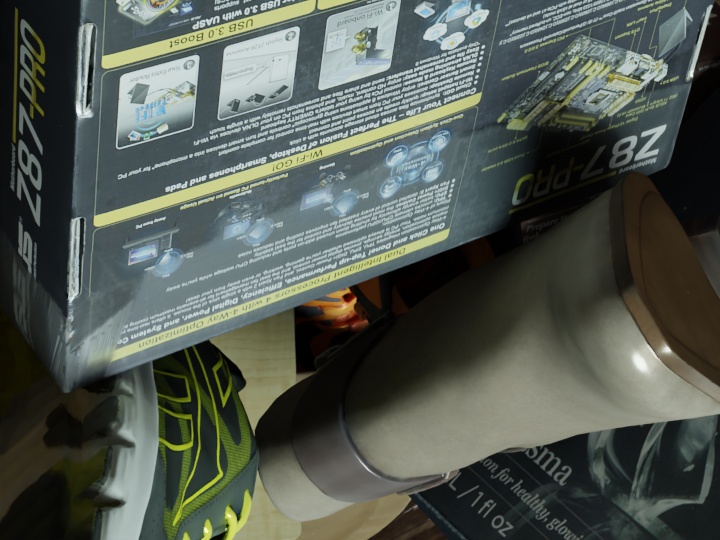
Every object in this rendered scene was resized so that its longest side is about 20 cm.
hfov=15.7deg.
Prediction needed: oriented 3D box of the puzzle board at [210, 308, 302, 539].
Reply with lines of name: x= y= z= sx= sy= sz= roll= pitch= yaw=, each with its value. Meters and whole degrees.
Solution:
puzzle board: x=-0.111 y=0.017 z=0.797 sx=0.199 sy=0.017 sz=0.152 roll=-4 pitch=94 yaw=-28

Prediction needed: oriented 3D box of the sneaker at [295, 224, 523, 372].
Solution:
sneaker: x=0.000 y=0.000 z=0.896 sx=0.077 sy=0.112 sz=0.200 roll=-28 pitch=145 yaw=-16

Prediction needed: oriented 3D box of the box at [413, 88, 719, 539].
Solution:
box: x=0.147 y=0.066 z=0.862 sx=0.197 sy=0.200 sz=0.124 roll=-45 pitch=132 yaw=-5

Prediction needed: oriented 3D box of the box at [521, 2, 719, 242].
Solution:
box: x=0.066 y=-0.016 z=0.980 sx=0.100 sy=0.075 sz=0.201 roll=-16 pitch=142 yaw=-30

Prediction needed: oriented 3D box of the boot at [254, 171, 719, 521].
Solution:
boot: x=0.036 y=0.031 z=0.746 sx=0.146 sy=0.071 sz=0.200 roll=-25 pitch=177 yaw=16

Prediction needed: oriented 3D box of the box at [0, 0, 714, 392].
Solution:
box: x=0.005 y=-0.067 z=0.663 sx=0.199 sy=0.049 sz=0.162 roll=-21 pitch=140 yaw=-26

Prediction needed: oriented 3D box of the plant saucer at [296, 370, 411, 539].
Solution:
plant saucer: x=-0.064 y=0.089 z=0.948 sx=0.199 sy=0.030 sz=0.200 roll=-15 pitch=159 yaw=-6

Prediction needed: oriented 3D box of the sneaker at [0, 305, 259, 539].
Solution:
sneaker: x=-0.061 y=0.058 z=0.718 sx=0.074 sy=0.200 sz=0.085 roll=-36 pitch=119 yaw=23
